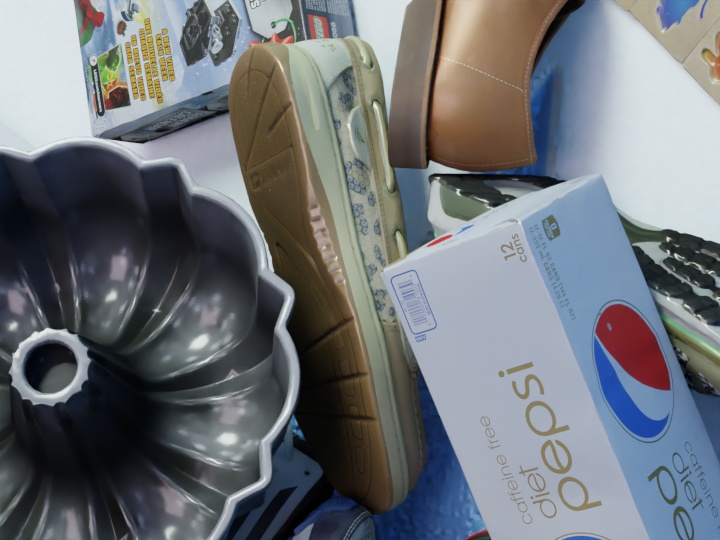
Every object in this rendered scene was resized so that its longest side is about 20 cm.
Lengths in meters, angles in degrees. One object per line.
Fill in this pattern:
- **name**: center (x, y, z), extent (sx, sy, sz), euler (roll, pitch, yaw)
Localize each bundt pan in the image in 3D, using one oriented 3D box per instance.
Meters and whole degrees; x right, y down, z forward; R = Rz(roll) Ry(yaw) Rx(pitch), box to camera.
- **bundt pan**: center (-0.120, 0.052, 0.822), extent (0.201, 0.076, 0.203), euler (-2, 68, 4)

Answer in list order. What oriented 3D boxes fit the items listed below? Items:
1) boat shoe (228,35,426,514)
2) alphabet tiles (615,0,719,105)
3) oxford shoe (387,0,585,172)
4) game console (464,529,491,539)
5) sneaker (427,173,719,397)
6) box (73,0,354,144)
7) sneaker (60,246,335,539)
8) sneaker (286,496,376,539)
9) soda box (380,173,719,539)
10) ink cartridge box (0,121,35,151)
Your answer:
- **boat shoe**: center (0.000, 0.000, 0.839), extent (0.073, 0.062, 0.201), euler (-8, 94, 57)
- **alphabet tiles**: center (0.173, -0.141, 0.758), extent (0.200, 0.006, 0.167), euler (50, 117, 27)
- **oxford shoe**: center (0.059, -0.136, 0.817), extent (0.071, 0.071, 0.201), euler (7, 85, 7)
- **game console**: center (0.122, 0.180, 0.770), extent (0.199, 0.031, 0.178), euler (-13, 80, 37)
- **sneaker**: center (0.102, 0.029, 0.775), extent (0.200, 0.077, 0.089), euler (30, 118, 40)
- **box**: center (-0.078, -0.173, 0.929), extent (0.136, 0.040, 0.201), euler (-15, 79, 37)
- **sneaker**: center (-0.063, 0.060, 0.902), extent (0.115, 0.076, 0.201), euler (8, 67, -1)
- **sneaker**: center (0.005, 0.192, 0.837), extent (0.085, 0.077, 0.201), euler (7, 105, 25)
- **soda box**: center (0.083, 0.073, 0.709), extent (0.063, 0.068, 0.201), euler (-19, 96, 36)
- **ink cartridge box**: center (-0.232, -0.015, 1.012), extent (0.200, 0.085, 0.148), euler (37, 110, 34)
